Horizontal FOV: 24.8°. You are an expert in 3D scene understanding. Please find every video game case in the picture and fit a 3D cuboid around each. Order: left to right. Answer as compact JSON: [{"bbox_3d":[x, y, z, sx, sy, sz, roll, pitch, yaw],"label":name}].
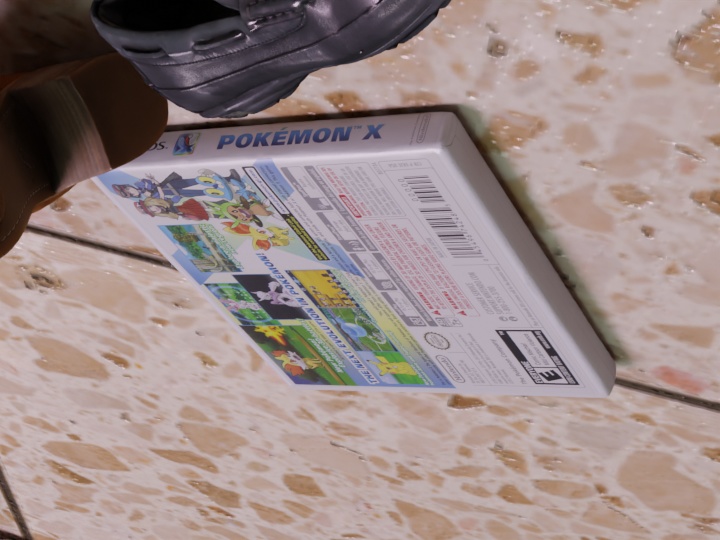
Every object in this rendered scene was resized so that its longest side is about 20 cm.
[{"bbox_3d":[0.000,0.000,0.744,0.181,0.022,0.200,-1,147,31],"label":"video game case"}]

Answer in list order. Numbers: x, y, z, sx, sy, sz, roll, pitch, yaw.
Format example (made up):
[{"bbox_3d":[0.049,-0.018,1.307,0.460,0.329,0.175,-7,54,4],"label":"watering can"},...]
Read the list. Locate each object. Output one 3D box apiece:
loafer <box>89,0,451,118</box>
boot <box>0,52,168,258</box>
[{"bbox_3d":[-0.025,-0.101,0.529,0.070,0.069,0.200,22,156,-28],"label":"loafer"},{"bbox_3d":[-0.189,-0.034,0.642,0.155,0.200,0.077,-13,106,40],"label":"boot"}]
